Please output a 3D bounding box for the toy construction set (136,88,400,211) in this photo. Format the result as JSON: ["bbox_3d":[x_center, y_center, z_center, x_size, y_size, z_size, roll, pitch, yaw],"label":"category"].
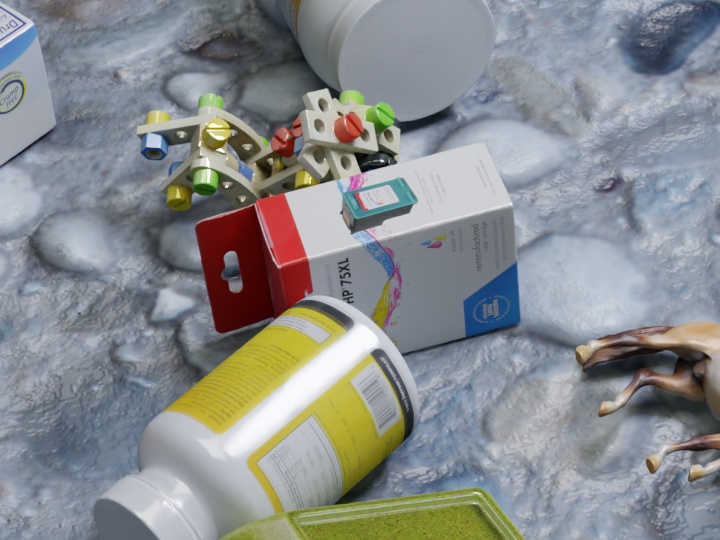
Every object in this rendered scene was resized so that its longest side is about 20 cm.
[{"bbox_3d":[-0.050,-0.085,1.733,0.200,0.131,0.093,-9,61,50],"label":"toy construction set"}]

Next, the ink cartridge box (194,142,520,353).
[{"bbox_3d":[0.000,0.000,1.662,0.199,0.116,0.067,-15,47,-7],"label":"ink cartridge box"}]

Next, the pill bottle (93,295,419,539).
[{"bbox_3d":[-0.065,0.113,1.558,0.112,0.112,0.200,30,55,33],"label":"pill bottle"}]

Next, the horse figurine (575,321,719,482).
[{"bbox_3d":[0.219,0.081,1.590,0.132,0.050,0.200,-14,36,-24],"label":"horse figurine"}]

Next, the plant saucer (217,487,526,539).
[{"bbox_3d":[0.040,0.191,1.449,0.199,0.048,0.200,-4,34,-30],"label":"plant saucer"}]

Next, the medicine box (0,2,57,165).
[{"bbox_3d":[-0.359,-0.136,1.865,0.200,0.103,0.182,32,56,33],"label":"medicine box"}]

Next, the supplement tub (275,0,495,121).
[{"bbox_3d":[0.008,-0.216,1.866,0.144,0.145,0.200,-18,44,-10],"label":"supplement tub"}]
